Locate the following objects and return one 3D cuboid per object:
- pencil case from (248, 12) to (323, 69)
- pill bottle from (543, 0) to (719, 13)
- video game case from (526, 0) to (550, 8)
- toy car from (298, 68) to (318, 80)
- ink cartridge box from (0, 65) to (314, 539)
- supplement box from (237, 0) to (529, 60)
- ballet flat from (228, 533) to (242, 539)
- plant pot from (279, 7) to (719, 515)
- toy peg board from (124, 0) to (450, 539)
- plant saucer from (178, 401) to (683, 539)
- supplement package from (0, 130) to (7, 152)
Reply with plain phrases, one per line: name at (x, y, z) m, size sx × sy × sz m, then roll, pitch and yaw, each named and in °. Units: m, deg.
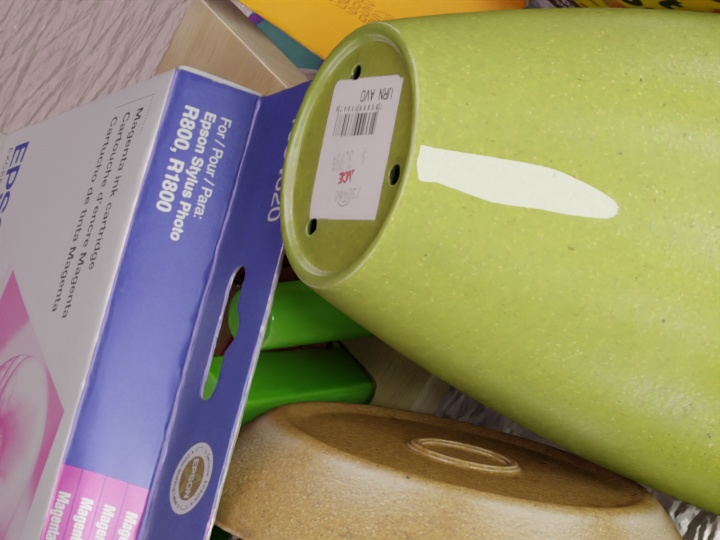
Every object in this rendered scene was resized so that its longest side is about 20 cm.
pencil case at (-0.039, -0.089, 1.455) m, size 0.085 × 0.092 × 0.200 m, roll 6°, pitch 62°, yaw 31°
pill bottle at (0.132, -0.148, 0.940) m, size 0.109 × 0.109 × 0.200 m, roll -63°, pitch 16°, yaw -9°
video game case at (0.149, -0.128, 1.083) m, size 0.143 × 0.018 × 0.200 m, roll 45°, pitch 107°, yaw 25°
toy car at (0.000, 0.000, 1.190) m, size 0.200 × 0.149 × 0.176 m, roll -147°, pitch 60°, yaw -72°
ink cartridge box at (-0.102, 0.025, 0.966) m, size 0.200 × 0.043 × 0.197 m, roll -16°, pitch 56°, yaw 56°
supplement box at (-0.012, -0.152, 1.153) m, size 0.074 × 0.126 × 0.200 m, roll -54°, pitch 20°, yaw 12°
ballet flat at (0.015, 0.161, 0.907) m, size 0.069 × 0.071 × 0.200 m, roll -49°, pitch 64°, yaw 15°
plant pot at (0.079, -0.018, 0.908) m, size 0.187 × 0.199 × 0.188 m, roll -36°, pitch 47°, yaw 51°
toy peg board at (-0.074, 0.023, 1.068) m, size 0.199 × 0.098 × 0.200 m, roll 47°, pitch 123°, yaw 29°
plant saucer at (0.034, 0.083, 0.932) m, size 0.200 × 0.200 × 0.036 m, roll -151°, pitch 73°, yaw -68°
supplement package at (-0.154, 0.063, 1.355) m, size 0.151 × 0.200 × 0.152 m, roll -48°, pitch 25°, yaw 28°
